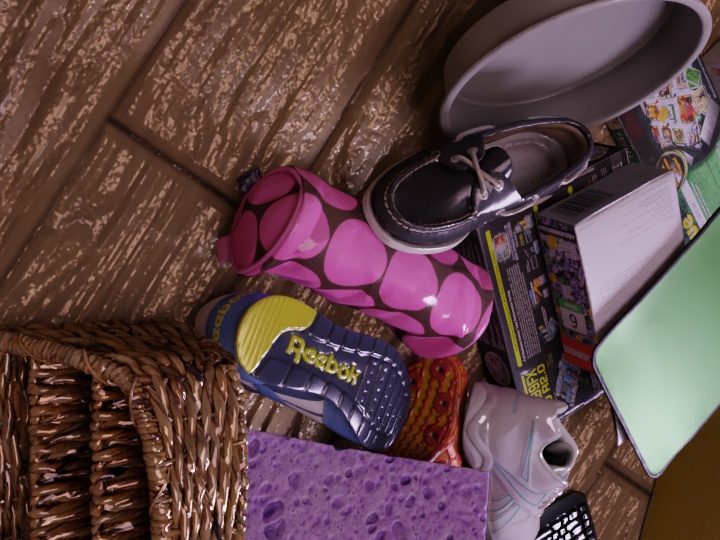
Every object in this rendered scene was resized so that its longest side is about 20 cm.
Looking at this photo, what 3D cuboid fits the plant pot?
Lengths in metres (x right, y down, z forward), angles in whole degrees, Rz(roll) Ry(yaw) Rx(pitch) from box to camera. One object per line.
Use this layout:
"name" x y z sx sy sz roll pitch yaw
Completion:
"plant pot" 0.409 0.250 1.013 0.199 0.176 0.201 10 99 -32

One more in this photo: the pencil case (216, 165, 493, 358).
"pencil case" 0.000 0.000 0.755 0.199 0.091 0.094 28 128 -34

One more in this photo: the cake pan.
"cake pan" 0.147 -0.150 0.756 0.199 0.200 0.037 -6 69 -30

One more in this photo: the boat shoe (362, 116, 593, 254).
"boat shoe" 0.088 -0.065 0.749 0.199 0.060 0.074 -15 76 -38

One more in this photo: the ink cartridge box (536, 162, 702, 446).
"ink cartridge box" 0.213 0.027 0.858 0.109 0.050 0.201 -27 116 -24

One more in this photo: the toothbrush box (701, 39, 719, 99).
"toothbrush box" 0.420 -0.204 0.916 0.200 0.145 0.086 -44 121 -13

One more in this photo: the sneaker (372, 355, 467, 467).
"sneaker" 0.050 0.160 0.849 0.077 0.073 0.201 -3 108 -55

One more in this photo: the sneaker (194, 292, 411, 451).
"sneaker" -0.036 0.068 0.760 0.200 0.082 0.074 39 67 -42

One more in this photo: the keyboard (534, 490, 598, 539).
"keyboard" 0.138 0.294 0.955 0.199 0.021 0.128 -26 115 -22

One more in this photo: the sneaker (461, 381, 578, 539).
"sneaker" 0.134 0.167 0.854 0.201 0.080 0.071 73 28 -46

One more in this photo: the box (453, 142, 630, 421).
"box" 0.167 0.016 0.883 0.160 0.044 0.201 -28 115 -22

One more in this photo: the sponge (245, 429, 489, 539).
"sponge" -0.006 0.184 0.758 0.199 0.030 0.112 11 69 -9

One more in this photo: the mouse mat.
"mouse mat" 0.274 0.055 0.870 0.200 0.008 0.161 -43 123 -16

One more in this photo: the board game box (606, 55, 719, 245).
"board game box" 0.284 -0.105 0.934 0.105 0.023 0.200 -45 120 -16

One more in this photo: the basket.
"basket" -0.161 0.140 0.659 0.148 0.143 0.201 -1 103 -31
